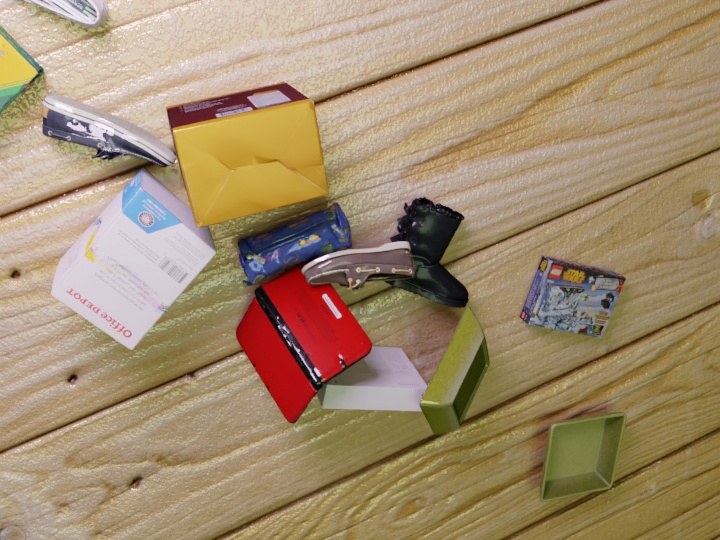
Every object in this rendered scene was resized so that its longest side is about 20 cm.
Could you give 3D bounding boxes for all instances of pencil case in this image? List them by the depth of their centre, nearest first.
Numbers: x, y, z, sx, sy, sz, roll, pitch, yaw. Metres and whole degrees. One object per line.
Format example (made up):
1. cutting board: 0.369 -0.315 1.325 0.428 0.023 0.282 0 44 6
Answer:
1. pencil case: -0.110 -0.043 1.118 0.196 0.087 0.080 -21 87 1

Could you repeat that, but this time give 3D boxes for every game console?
1. game console: -0.100 0.118 1.148 0.170 0.201 0.119 -30 157 -19

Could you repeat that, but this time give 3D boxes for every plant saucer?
1. plant saucer: 0.187 0.200 1.263 0.202 0.047 0.201 -60 155 -18
2. plant saucer: 0.491 0.410 1.534 0.195 0.048 0.205 -4 112 -18

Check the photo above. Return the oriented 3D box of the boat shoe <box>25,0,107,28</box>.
1. boat shoe: -0.431 -0.394 0.899 0.197 0.067 0.075 22 101 -25

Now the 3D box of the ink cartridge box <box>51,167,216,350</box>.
1. ink cartridge box: -0.341 -0.020 1.029 0.200 0.145 0.147 -46 117 2

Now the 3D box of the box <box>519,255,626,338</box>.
1. box: 0.436 0.056 1.393 0.196 0.040 0.140 11 107 -23

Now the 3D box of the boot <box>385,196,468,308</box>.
1. boot: 0.142 -0.033 1.238 0.194 0.073 0.165 18 104 -20

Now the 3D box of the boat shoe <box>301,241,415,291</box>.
1. boat shoe: 0.000 0.000 1.134 0.196 0.072 0.061 -11 75 -22

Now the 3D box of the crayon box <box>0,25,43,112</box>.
1. crayon box: -0.542 -0.303 0.899 0.118 0.058 0.200 -42 117 0

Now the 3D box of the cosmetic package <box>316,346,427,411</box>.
1. cosmetic package: 0.008 0.192 1.231 0.195 0.151 0.053 6 108 -21

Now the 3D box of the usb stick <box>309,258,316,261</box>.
1. usb stick: -0.084 0.013 1.197 0.054 0.033 0.204 15 105 -13

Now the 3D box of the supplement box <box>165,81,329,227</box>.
1. supplement box: -0.172 -0.179 0.998 0.193 0.200 0.136 -15 116 -12

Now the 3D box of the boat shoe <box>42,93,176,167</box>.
1. boat shoe: -0.369 -0.191 0.997 0.196 0.075 0.063 20 104 -18
